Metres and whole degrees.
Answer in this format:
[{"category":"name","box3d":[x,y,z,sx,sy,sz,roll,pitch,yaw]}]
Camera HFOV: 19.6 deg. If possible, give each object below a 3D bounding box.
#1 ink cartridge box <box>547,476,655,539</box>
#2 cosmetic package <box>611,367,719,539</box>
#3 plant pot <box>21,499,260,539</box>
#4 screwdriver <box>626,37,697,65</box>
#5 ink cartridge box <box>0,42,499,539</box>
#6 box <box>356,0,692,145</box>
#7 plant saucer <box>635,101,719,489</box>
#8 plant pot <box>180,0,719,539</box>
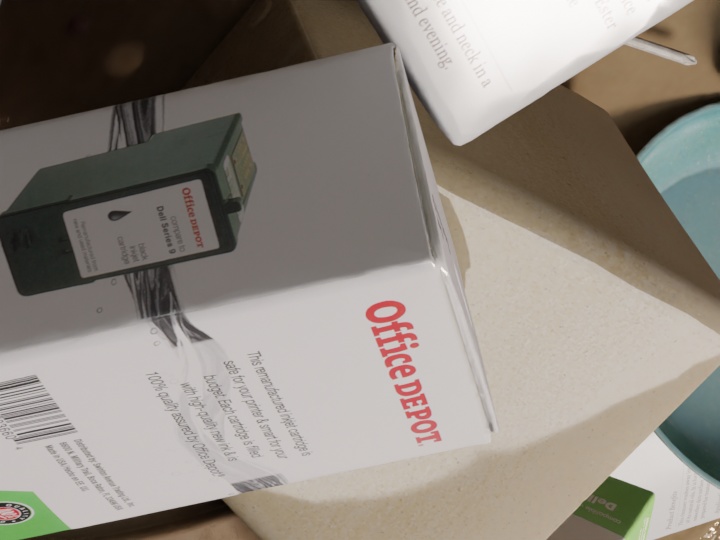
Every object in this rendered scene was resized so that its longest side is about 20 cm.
[{"category":"ink cartridge box","box3d":[0.055,0.183,0.918,0.200,0.067,0.117,-44,149,-49]},{"category":"cosmetic package","box3d":[0.094,0.086,1.037,0.200,0.081,0.113,-13,131,-15]},{"category":"plant pot","box3d":[-0.137,0.084,0.876,0.201,0.201,0.093,-8,93,-21]},{"category":"screwdriver","box3d":[0.074,-0.111,0.891,0.200,0.029,0.028,16,119,-30]},{"category":"ink cartridge box","box3d":[-0.065,0.015,0.683,0.200,0.084,0.146,-12,152,4]},{"category":"box","box3d":[0.012,-0.188,0.682,0.131,0.200,0.199,-32,134,3]},{"category":"plant saucer","box3d":[0.194,0.018,0.987,0.200,0.200,0.036,-4,168,-24]},{"category":"plant pot","box3d":[0.000,0.000,0.852,0.177,0.200,0.200,34,108,-27]}]
